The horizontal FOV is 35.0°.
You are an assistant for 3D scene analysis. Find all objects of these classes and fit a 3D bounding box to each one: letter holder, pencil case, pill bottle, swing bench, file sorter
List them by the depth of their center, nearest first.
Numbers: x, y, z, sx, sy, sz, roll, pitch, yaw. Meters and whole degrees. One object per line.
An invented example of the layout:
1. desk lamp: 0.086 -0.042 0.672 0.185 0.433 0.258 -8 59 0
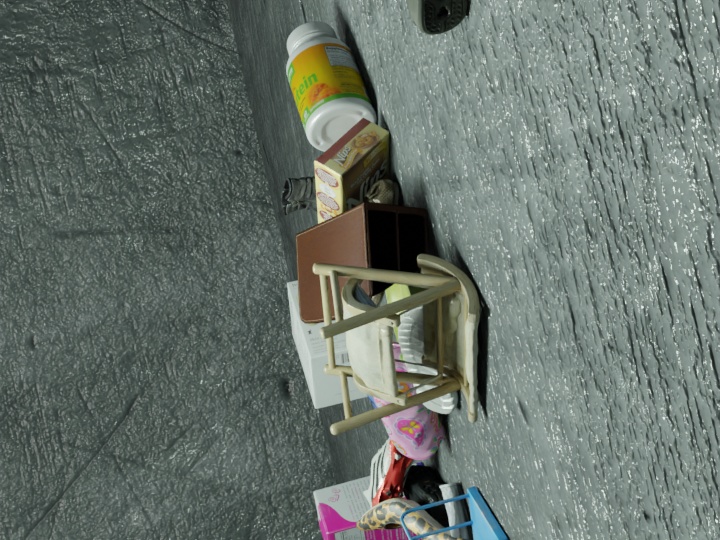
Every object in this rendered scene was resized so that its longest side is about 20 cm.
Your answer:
1. swing bench: 0.049 0.092 1.453 0.130 0.200 0.199 -99 4 -48
2. file sorter: 0.137 0.434 1.594 0.139 0.122 0.200 -123 21 -67
3. letter holder: 0.000 0.000 1.597 0.200 0.100 0.142 -21 68 57
4. pencil case: 0.068 0.195 1.706 0.087 0.087 0.200 -113 1 -50
5. pill bottle: -0.053 -0.292 1.785 0.111 0.111 0.200 90 164 -55

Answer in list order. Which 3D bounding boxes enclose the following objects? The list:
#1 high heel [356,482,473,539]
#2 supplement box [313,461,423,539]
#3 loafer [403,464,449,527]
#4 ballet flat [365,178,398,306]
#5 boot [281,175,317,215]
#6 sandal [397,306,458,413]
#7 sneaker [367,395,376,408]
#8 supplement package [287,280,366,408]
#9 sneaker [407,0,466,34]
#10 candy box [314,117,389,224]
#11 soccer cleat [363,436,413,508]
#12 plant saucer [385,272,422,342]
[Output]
1. high heel: 0.083 0.418 1.750 0.071 0.200 0.143 16 -123 -54
2. supplement box: 0.029 0.426 1.995 0.101 0.200 0.103 -113 14 -51
3. loafer: 0.104 0.371 1.874 0.201 0.068 0.071 -150 57 -73
4. ballet flat: 0.021 -0.038 1.705 0.067 0.046 0.200 -146 62 -75
5. boot: -0.088 -0.126 2.166 0.200 0.131 0.070 91 163 -55
6. sandal: 0.099 0.113 1.591 0.050 0.082 0.203 -51 -35 -42
7. sneaker: 0.056 0.243 1.991 0.200 0.075 0.079 -117 13 -63
8. supplement package: -0.042 0.126 2.168 0.151 0.152 0.200 87 167 -45
9. sneaker: 0.061 -0.339 1.127 0.200 0.076 0.114 82 165 -58
10. candy box: -0.011 -0.120 1.734 0.055 0.115 0.200 32 149 23
11. soccer cleat: 0.057 0.300 1.851 0.085 0.069 0.200 33 107 58
12. plant saucer: 0.075 0.056 1.742 0.200 0.031 0.200 168 90 -82
